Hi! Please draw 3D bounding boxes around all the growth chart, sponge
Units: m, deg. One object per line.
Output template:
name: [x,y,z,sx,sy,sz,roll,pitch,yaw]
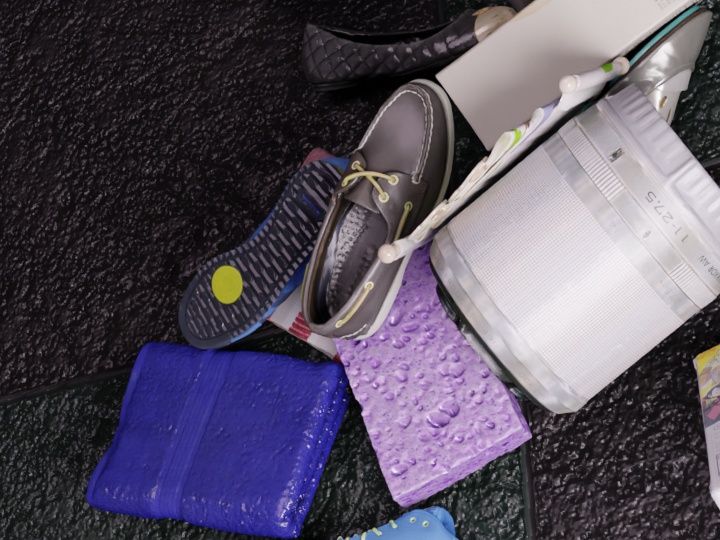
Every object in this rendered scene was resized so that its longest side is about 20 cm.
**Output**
growth chart: [0.102,-0.077,1.406,0.200,0.145,0.018,-43,81,22]
sponge: [0.043,0.065,1.484,0.111,0.030,0.201,-30,58,12]

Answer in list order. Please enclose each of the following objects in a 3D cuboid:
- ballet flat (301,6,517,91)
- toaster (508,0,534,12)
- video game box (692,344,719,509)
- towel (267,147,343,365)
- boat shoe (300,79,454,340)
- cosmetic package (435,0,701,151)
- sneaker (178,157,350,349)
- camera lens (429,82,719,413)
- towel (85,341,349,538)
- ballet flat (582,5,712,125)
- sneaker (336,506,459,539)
ballet flat: [0.035,-0.186,1.591,0.198,0.066,0.057,-9,101,30]
toaster: [0.123,-0.317,1.523,0.118,0.200,0.182,-31,65,-4]
video game box: [0.315,0.071,1.278,0.199,0.047,0.183,-28,22,18]
towel: [0.000,0.000,1.566,0.199,0.023,0.145,29,84,34]
boat shoe: [0.012,-0.044,1.459,0.071,0.060,0.203,23,99,26]
cosmetic package: [0.161,-0.177,1.487,0.199,0.104,0.073,-36,87,11]
sneaker: [-0.060,-0.009,1.559,0.200,0.078,0.066,-46,72,20]
camera lens: [0.160,-0.012,1.392,0.200,0.160,0.161,-40,55,9]
towel: [-0.108,0.133,1.548,0.198,0.050,0.149,4,63,34]
ballet flat: [0.196,-0.113,1.484,0.199,0.067,0.064,-38,82,12]
sneaker: [0.016,0.218,1.445,0.199,0.076,0.105,16,60,34]
